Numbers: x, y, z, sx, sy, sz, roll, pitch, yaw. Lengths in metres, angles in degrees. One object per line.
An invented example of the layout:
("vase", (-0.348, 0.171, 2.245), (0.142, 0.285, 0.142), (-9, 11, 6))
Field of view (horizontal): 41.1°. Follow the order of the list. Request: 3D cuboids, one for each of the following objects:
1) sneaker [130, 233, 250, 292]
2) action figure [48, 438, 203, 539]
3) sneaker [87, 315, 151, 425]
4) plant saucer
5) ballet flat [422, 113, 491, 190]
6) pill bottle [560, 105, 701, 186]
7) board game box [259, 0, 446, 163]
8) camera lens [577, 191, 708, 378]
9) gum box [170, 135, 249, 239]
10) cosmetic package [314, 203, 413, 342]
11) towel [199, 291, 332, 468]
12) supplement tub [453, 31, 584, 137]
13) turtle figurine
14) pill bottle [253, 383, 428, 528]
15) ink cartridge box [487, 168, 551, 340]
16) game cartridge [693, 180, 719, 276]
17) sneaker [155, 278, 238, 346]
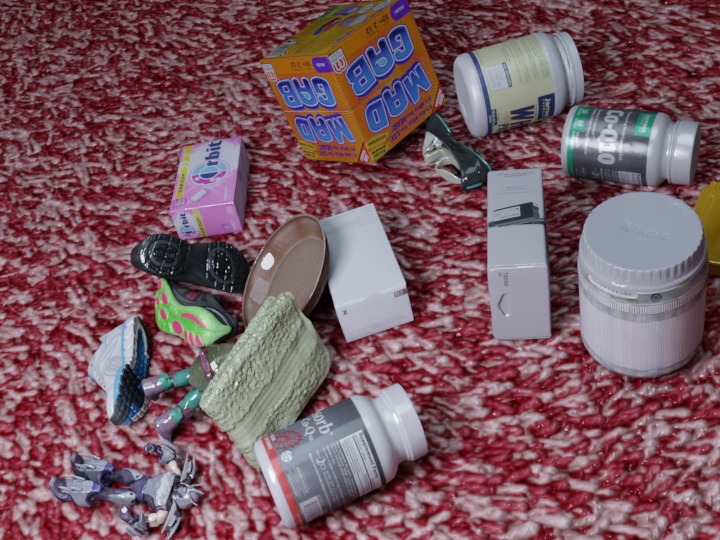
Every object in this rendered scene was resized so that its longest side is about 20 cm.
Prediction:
("sneaker", (-0.263, -0.013, 1.487), (0.090, 0.198, 0.077), (-7, 69, 54))
("action figure", (-0.295, 0.282, 1.246), (0.196, 0.070, 0.131), (3, 40, 15))
("sneaker", (-0.359, 0.156, 1.403), (0.085, 0.076, 0.201), (-20, 35, 7))
("plant saucer", (-0.105, 0.015, 1.433), (0.199, 0.036, 0.203), (-33, 44, 38))
("ballet flat", (0.146, -0.200, 1.622), (0.068, 0.068, 0.201), (-32, 44, -5))
("pill bottle", (0.421, -0.192, 1.495), (0.197, 0.114, 0.114), (9, 48, 25))
("board game box", (-0.012, -0.328, 1.663), (0.200, 0.202, 0.198), (-41, 30, -26))
("camera lens", (0.358, 0.024, 1.224), (0.157, 0.202, 0.162), (-8, 43, 8))
("gum box", (-0.261, -0.150, 1.685), (0.111, 0.067, 0.202), (-8, 43, 6))
("cosmetic package", (0.000, 0.000, 1.445), (0.111, 0.082, 0.202), (-16, 44, -1))
("towel", (-0.119, 0.143, 1.273), (0.036, 0.149, 0.201), (0, 45, 46))
("supplement tub", (0.271, -0.324, 1.654), (0.196, 0.146, 0.146), (-16, 42, -1))
("turtle figurine", (-0.200, 0.150, 1.338), (0.197, 0.101, 0.151), (-25, 43, -2))
("pill bottle", (-0.023, 0.225, 1.189), (0.197, 0.117, 0.116), (-24, 43, -10))
("ink cartridge box", (0.224, -0.023, 1.354), (0.083, 0.146, 0.202), (-3, 44, 12))
("game cartridge", (0.569, -0.053, 1.367), (0.197, 0.033, 0.177), (14, 50, 27))
("sneaker", (-0.255, 0.066, 1.470), (0.083, 0.078, 0.199), (-1, 22, -39))
